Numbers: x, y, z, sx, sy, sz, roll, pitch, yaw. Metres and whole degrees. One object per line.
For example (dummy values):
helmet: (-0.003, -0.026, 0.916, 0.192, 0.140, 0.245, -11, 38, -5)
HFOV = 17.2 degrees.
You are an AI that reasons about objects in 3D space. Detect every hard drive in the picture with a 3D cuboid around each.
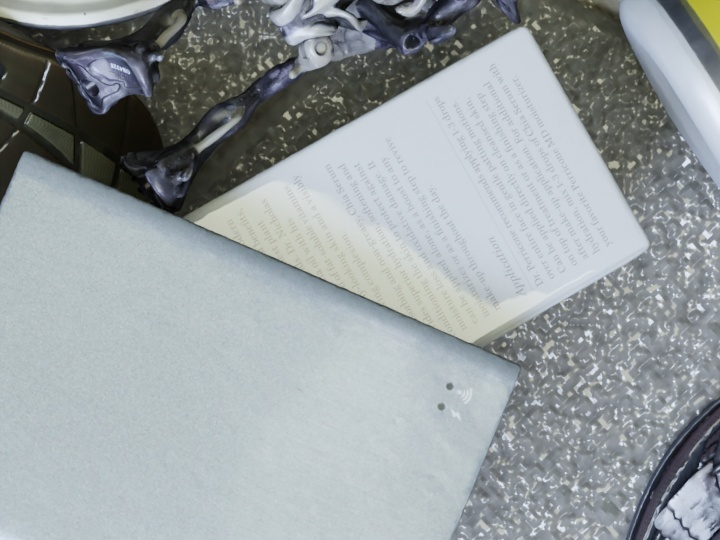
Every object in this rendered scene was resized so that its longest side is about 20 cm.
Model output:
hard drive: (-0.059, 0.060, 0.870, 0.199, 0.033, 0.140, 23, 85, -2)

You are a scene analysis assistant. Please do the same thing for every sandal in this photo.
sandal: (-0.158, -0.064, 0.960, 0.199, 0.055, 0.082, 25, 100, -41)

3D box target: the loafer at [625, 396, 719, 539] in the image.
loafer: (0.180, 0.076, 0.999, 0.072, 0.063, 0.200, 39, 95, -3)

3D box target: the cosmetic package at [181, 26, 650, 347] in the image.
cosmetic package: (0.000, 0.000, 0.931, 0.199, 0.071, 0.102, -29, 88, -6)

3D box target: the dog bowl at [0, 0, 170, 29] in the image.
dog bowl: (-0.119, -0.200, 0.973, 0.198, 0.074, 0.202, 0, 96, 0)

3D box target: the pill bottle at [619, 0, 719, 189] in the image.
pill bottle: (0.212, -0.115, 0.956, 0.199, 0.112, 0.112, -32, 94, 3)

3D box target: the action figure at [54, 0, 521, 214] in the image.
action figure: (-0.020, -0.114, 0.904, 0.200, 0.102, 0.119, -37, 119, -9)
